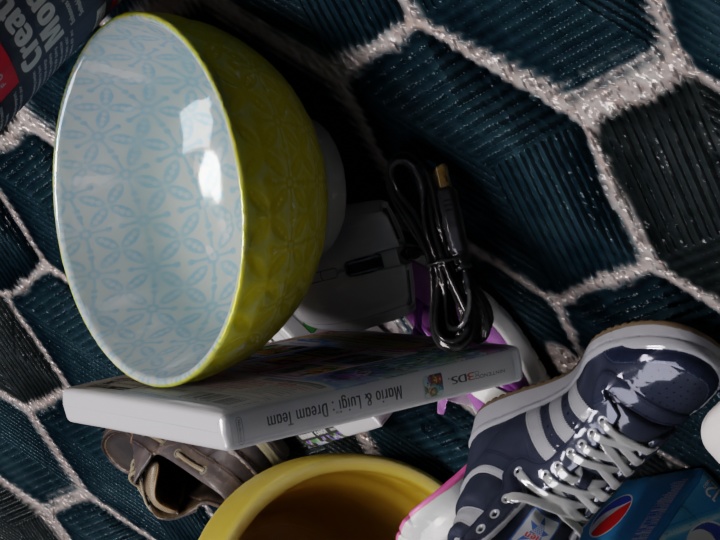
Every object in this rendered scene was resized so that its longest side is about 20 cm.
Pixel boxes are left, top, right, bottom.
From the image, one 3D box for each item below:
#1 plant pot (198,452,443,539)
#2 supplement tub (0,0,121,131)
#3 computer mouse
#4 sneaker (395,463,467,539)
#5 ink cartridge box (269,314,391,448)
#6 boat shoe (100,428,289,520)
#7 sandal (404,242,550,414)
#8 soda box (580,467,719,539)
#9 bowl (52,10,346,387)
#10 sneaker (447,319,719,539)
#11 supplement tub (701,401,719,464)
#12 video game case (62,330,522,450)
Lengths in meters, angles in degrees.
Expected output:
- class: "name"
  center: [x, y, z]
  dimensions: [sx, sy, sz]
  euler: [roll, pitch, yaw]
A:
- class: "plant pot"
  center: [-0.030, 0.218, 1.774]
  dimensions: [0.201, 0.201, 0.189]
  euler: [44, 166, -11]
- class: "supplement tub"
  center: [-0.227, -0.137, 1.433]
  dimensions: [0.140, 0.200, 0.140]
  euler: [30, 153, 17]
- class: "computer mouse"
  center: [0.000, 0.000, 1.500]
  dimensions: [0.200, 0.044, 0.110]
  euler: [-16, 91, 61]
- class: "sneaker"
  center: [0.063, 0.199, 1.590]
  dimensions: [0.088, 0.081, 0.200]
  euler: [42, 152, 20]
- class: "ink cartridge box"
  center: [-0.066, 0.019, 1.647]
  dimensions: [0.200, 0.050, 0.109]
  euler: [44, 154, -12]
- class: "boat shoe"
  center: [-0.132, 0.130, 1.886]
  dimensions: [0.075, 0.073, 0.200]
  euler: [49, 153, -20]
- class: "sandal"
  center: [0.069, 0.068, 1.549]
  dimensions: [0.082, 0.050, 0.203]
  euler: [-3, 131, 51]
- class: "soda box"
  center: [0.151, 0.170, 1.592]
  dimensions: [0.068, 0.064, 0.200]
  euler: [46, 154, -13]
- class: "bowl"
  center: [-0.073, -0.042, 1.464]
  dimensions: [0.200, 0.108, 0.200]
  euler: [13, 106, 54]
- class: "sneaker"
  center: [0.118, 0.104, 1.440]
  dimensions: [0.070, 0.109, 0.200]
  euler: [32, 145, -19]
- class: "supplement tub"
  center: [0.264, 0.104, 1.225]
  dimensions: [0.200, 0.132, 0.132]
  euler: [48, 155, 7]
- class: "video game case"
  center: [-0.040, 0.062, 1.471]
  dimensions: [0.200, 0.182, 0.024]
  euler: [3, 102, 60]
